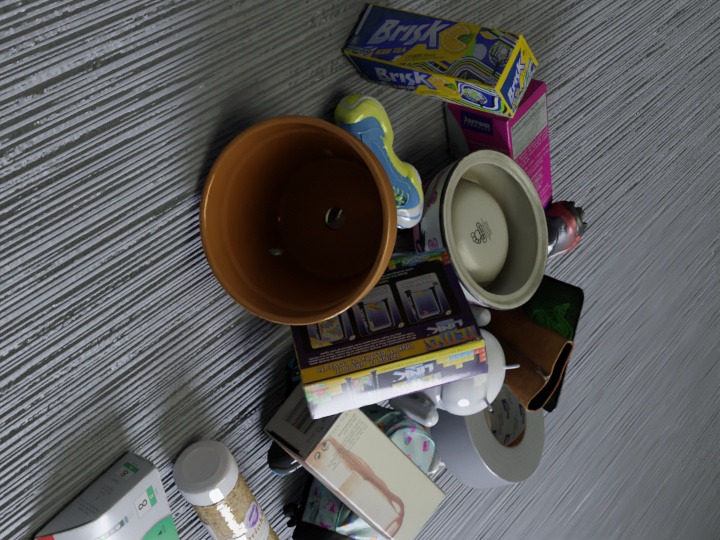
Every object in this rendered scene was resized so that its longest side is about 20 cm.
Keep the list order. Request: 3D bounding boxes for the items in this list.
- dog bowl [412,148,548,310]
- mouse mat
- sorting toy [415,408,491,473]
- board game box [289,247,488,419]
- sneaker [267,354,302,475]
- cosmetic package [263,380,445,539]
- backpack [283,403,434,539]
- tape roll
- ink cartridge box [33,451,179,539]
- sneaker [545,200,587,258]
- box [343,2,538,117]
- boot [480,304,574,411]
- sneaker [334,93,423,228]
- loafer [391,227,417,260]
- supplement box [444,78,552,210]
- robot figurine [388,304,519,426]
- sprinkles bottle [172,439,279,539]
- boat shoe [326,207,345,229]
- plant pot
[{"bbox_3d":[0.147,-0.047,1.386,0.199,0.073,0.202,9,77,-42],"label":"dog bowl"},{"bbox_3d":[0.233,0.087,1.458,0.007,0.200,0.163,12,95,-18],"label":"mouse mat"},{"bbox_3d":[0.145,0.205,1.637,0.199,0.106,0.182,13,84,-47],"label":"sorting toy"},{"bbox_3d":[0.023,0.065,1.219,0.198,0.166,0.057,-14,131,-3],"label":"board game box"},{"bbox_3d":[-0.067,0.145,1.320,0.082,0.073,0.201,32,82,-29],"label":"sneaker"},{"bbox_3d":[-0.005,0.221,1.270,0.087,0.103,0.200,-51,122,-12],"label":"cosmetic package"},{"bbox_3d":[0.008,0.274,1.433,0.167,0.126,0.202,29,80,-54],"label":"backpack"},{"bbox_3d":[0.180,0.206,1.571,0.199,0.066,0.202,23,58,-42],"label":"tape roll"},{"bbox_3d":[-0.269,0.305,1.107,0.200,0.050,0.162,-44,140,-38],"label":"ink cartridge box"},{"bbox_3d":[0.242,-0.040,1.585,0.097,0.200,0.071,-25,87,-32],"label":"sneaker"},{"bbox_3d":[0.084,-0.229,1.194,0.071,0.199,0.064,-63,146,-10],"label":"box"},{"bbox_3d":[0.212,0.058,1.430,0.068,0.200,0.189,24,99,-26],"label":"boot"},{"bbox_3d":[0.014,-0.098,1.259,0.106,0.075,0.201,-76,147,-41],"label":"sneaker"},{"bbox_3d":[0.086,-0.057,1.433,0.199,0.072,0.073,-17,94,-47],"label":"loafer"},{"bbox_3d":[0.189,-0.157,1.486,0.103,0.101,0.201,-45,140,-33],"label":"supplement box"},{"bbox_3d":[0.102,0.114,1.413,0.171,0.199,0.113,-61,146,-11],"label":"robot figurine"},{"bbox_3d":[-0.148,0.273,1.251,0.068,0.068,0.201,-51,144,-27],"label":"sprinkles bottle"},{"bbox_3d":[-0.004,0.004,1.310,0.075,0.074,0.203,-47,142,-31],"label":"boat shoe"},{"bbox_3d":[-0.046,-0.051,1.126,0.140,0.198,0.202,-9,116,-72],"label":"plant pot"}]
